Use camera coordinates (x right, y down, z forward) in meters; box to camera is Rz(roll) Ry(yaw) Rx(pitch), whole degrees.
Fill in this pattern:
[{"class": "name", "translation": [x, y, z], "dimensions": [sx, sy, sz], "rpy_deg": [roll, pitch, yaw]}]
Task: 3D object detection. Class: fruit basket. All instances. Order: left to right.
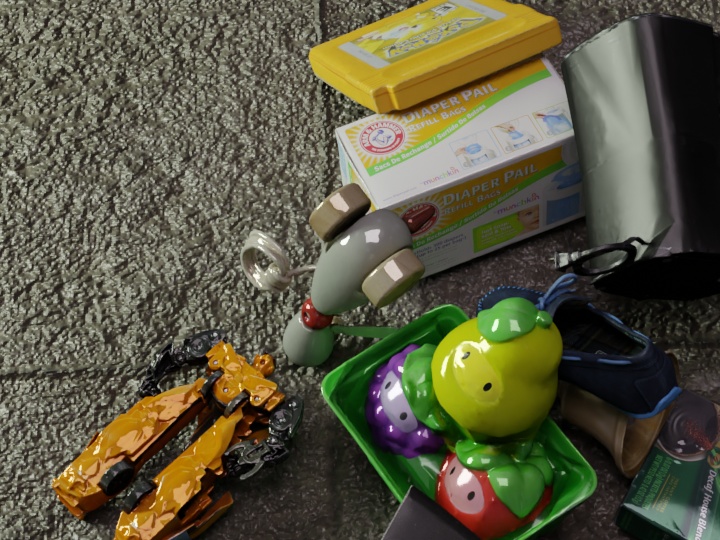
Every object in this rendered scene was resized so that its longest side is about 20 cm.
[{"class": "fruit basket", "translation": [0.081, 0.112, 1.291], "dimensions": [0.155, 0.216, 0.216], "rpy_deg": [-31, 61, -15]}]

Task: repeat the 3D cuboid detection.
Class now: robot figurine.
[{"class": "robot figurine", "translation": [-0.141, 0.139, 1.369], "dimensions": [0.145, 0.058, 0.200], "rpy_deg": [39, 68, 23]}]

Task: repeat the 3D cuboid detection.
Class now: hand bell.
[{"class": "hand bell", "translation": [0.146, 0.085, 1.385], "dimensions": [0.199, 0.104, 0.104], "rpy_deg": [19, 60, 28]}]

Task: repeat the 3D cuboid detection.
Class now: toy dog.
[{"class": "toy dog", "translation": [0.000, 0.000, 1.369], "dimensions": [0.096, 0.200, 0.133], "rpy_deg": [-26, 93, -32]}]

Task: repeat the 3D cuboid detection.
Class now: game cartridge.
[{"class": "game cartridge", "translation": [0.062, -0.199, 1.518], "dimensions": [0.175, 0.033, 0.200], "rpy_deg": [-24, 21, -11]}]

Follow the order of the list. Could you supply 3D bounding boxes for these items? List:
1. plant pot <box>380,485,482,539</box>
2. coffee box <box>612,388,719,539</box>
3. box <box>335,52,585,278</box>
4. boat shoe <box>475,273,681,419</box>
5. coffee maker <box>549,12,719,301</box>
[{"class": "plant pot", "translation": [0.052, 0.304, 1.187], "dimensions": [0.176, 0.200, 0.201], "rpy_deg": [29, 63, 7]}, {"class": "coffee box", "translation": [0.310, 0.187, 1.315], "dimensions": [0.199, 0.044, 0.123], "rpy_deg": [28, 63, 14]}, {"class": "box", "translation": [0.089, -0.084, 1.459], "dimensions": [0.199, 0.113, 0.102], "rpy_deg": [-21, 52, -9]}, {"class": "boat shoe", "translation": [0.166, 0.043, 1.315], "dimensions": [0.199, 0.069, 0.084], "rpy_deg": [19, 55, 43]}, {"class": "coffee maker", "translation": [0.227, -0.091, 1.326], "dimensions": [0.134, 0.192, 0.202], "rpy_deg": [-17, 71, 29]}]
